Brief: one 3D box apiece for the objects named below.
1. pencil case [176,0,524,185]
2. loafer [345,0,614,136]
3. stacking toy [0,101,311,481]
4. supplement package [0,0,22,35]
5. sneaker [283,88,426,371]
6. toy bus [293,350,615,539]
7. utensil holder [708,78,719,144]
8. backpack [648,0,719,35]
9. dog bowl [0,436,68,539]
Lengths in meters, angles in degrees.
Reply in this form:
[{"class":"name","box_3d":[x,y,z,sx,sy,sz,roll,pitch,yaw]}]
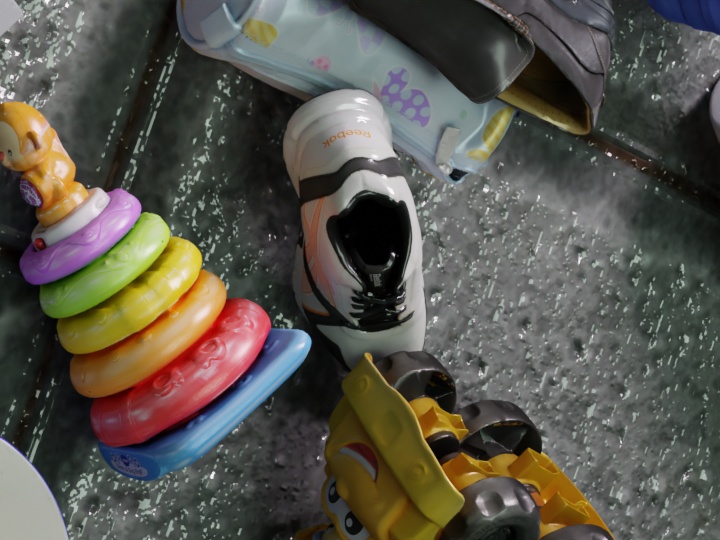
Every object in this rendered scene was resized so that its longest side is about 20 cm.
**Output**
[{"class":"pencil case","box_3d":[-0.005,-0.119,1.261,0.199,0.083,0.091,27,65,-36]},{"class":"loafer","box_3d":[0.066,-0.124,1.222,0.199,0.073,0.073,11,68,-42]},{"class":"stacking toy","box_3d":[-0.129,-0.001,1.192,0.110,0.116,0.201,-41,109,-22]},{"class":"supplement package","box_3d":[-0.284,-0.116,1.034,0.200,0.111,0.156,-45,123,-22]},{"class":"sneaker","box_3d":[0.000,0.000,1.258,0.073,0.080,0.201,-17,136,-3]},{"class":"toy bus","box_3d":[0.027,0.164,1.305,0.192,0.136,0.200,-43,137,12]},{"class":"utensil holder","box_3d":[0.328,-0.049,1.478,0.170,0.170,0.201,-42,118,-23]},{"class":"backpack","box_3d":[0.225,-0.240,1.358,0.162,0.167,0.201,-40,133,-29]},{"class":"dog bowl","box_3d":[-0.243,0.158,1.139,0.199,0.079,0.202,-8,104,-36]}]
